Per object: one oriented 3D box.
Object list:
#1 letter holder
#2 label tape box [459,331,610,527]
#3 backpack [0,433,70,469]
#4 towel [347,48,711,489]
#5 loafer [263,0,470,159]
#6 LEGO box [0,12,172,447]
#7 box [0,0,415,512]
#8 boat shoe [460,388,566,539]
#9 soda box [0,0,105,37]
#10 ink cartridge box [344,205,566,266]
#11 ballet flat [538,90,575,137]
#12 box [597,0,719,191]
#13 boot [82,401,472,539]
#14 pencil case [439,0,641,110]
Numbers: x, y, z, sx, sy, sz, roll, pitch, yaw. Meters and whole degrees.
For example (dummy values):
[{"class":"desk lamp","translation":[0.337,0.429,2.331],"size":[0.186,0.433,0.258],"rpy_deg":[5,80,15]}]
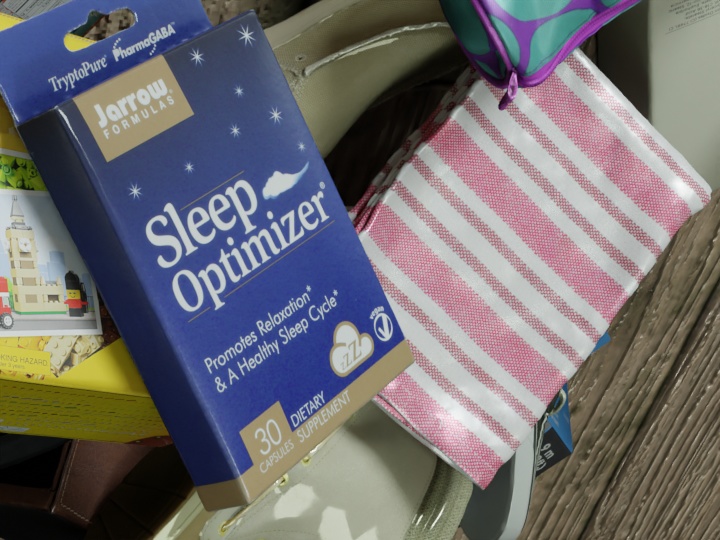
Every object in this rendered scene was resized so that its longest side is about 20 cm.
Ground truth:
[{"class":"letter holder","translation":[-0.140,0.094,0.894],"size":[0.099,0.144,0.200],"rpy_deg":[4,156,27]},{"class":"label tape box","translation":[0.082,0.091,1.056],"size":[0.199,0.064,0.144],"rpy_deg":[-34,142,5]},{"class":"backpack","translation":[-0.212,0.038,0.733],"size":[0.197,0.155,0.164],"rpy_deg":[-6,147,20]},{"class":"towel","translation":[0.072,-0.010,0.778],"size":[0.146,0.030,0.201],"rpy_deg":[40,86,-18]},{"class":"loafer","translation":[-0.025,-0.086,0.776],"size":[0.198,0.069,0.076],"rpy_deg":[-19,162,-2]},{"class":"LEGO box","translation":[-0.140,-0.017,0.630],"size":[0.199,0.151,0.077],"rpy_deg":[11,156,-43]},{"class":"box","translation":[-0.059,-0.022,0.629],"size":[0.032,0.202,0.121],"rpy_deg":[-17,-167,43]},{"class":"boat shoe","translation":[0.095,0.065,0.943],"size":[0.063,0.203,0.070],"rpy_deg":[10,166,-32]},{"class":"soda box","translation":[-0.095,-0.178,0.649],"size":[0.200,0.069,0.063],"rpy_deg":[-41,142,13]},{"class":"ink cartridge box","translation":[0.000,0.000,0.824],"size":[0.197,0.038,0.095],"rpy_deg":[3,154,-15]},{"class":"ballet flat","translation":[0.108,-0.033,0.870],"size":[0.056,0.067,0.201],"rpy_deg":[-1,135,20]},{"class":"box","translation":[0.180,-0.130,0.878],"size":[0.081,0.069,0.201],"rpy_deg":[-22,141,-10]},{"class":"boot","translation":[-0.043,0.139,0.806],"size":[0.200,0.072,0.155],"rpy_deg":[-48,117,-13]},{"class":"pencil case","translation":[0.129,-0.159,0.720],"size":[0.198,0.093,0.085],"rpy_deg":[-28,174,-6]}]
